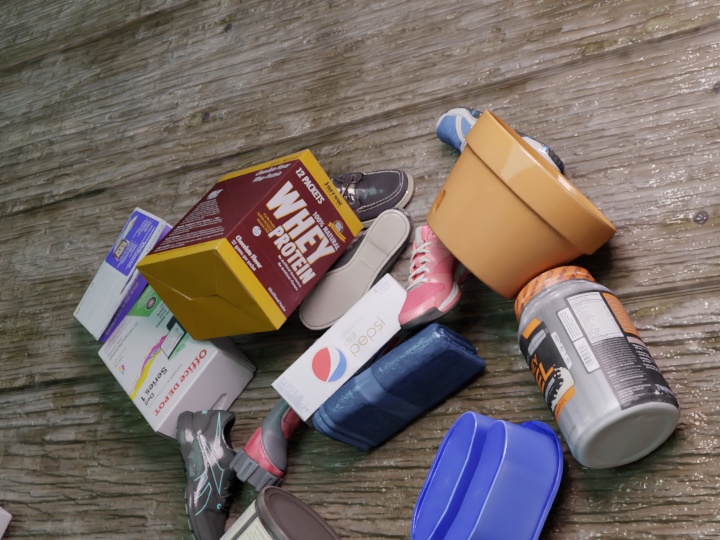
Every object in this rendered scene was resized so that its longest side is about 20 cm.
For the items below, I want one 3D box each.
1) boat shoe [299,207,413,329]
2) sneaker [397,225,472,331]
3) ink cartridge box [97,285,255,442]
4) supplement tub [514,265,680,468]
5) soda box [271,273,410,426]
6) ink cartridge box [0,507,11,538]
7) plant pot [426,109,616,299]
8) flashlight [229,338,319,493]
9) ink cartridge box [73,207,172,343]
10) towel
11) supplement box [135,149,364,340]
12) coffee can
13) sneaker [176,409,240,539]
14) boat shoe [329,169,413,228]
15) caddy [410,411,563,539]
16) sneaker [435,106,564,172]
[{"bbox_3d":[0.000,0.000,1.637,0.067,0.057,0.200,43,103,7],"label":"boat shoe"},{"bbox_3d":[0.083,-0.006,1.491,0.074,0.087,0.200,-28,18,44],"label":"sneaker"},{"bbox_3d":[-0.259,0.127,1.746,0.145,0.084,0.200,-52,47,5],"label":"ink cartridge box"},{"bbox_3d":[0.246,0.099,1.338,0.122,0.122,0.201,-37,49,17],"label":"supplement tub"},{"bbox_3d":[-0.013,0.099,1.539,0.200,0.068,0.064,-43,76,-5],"label":"soda box"},{"bbox_3d":[-0.632,0.422,1.877,0.144,0.084,0.201,20,81,42],"label":"ink cartridge box"},{"bbox_3d":[0.168,-0.063,1.407,0.140,0.200,0.200,-47,48,11],"label":"plant pot"},{"bbox_3d":[-0.083,0.190,1.594,0.200,0.068,0.068,-52,34,-1],"label":"flashlight"},{"bbox_3d":[-0.346,0.010,1.858,0.199,0.043,0.200,-60,23,-4],"label":"ink cartridge box"},{"bbox_3d":[0.043,0.137,1.484,0.200,0.112,0.049,-37,51,18],"label":"towel"},{"bbox_3d":[-0.144,-0.031,1.626,0.197,0.133,0.200,-10,33,50],"label":"supplement box"},{"bbox_3d":[-0.124,0.376,1.470,0.200,0.146,0.146,-48,47,8],"label":"coffee can"},{"bbox_3d":[-0.190,0.275,1.623,0.079,0.075,0.201,-9,74,-1],"label":"sneaker"},{"bbox_3d":[-0.023,-0.097,1.689,0.199,0.065,0.072,-11,60,33],"label":"boat shoe"},{"bbox_3d":[0.144,0.250,1.357,0.141,0.105,0.201,6,70,65],"label":"caddy"},{"bbox_3d":[0.158,-0.144,1.562,0.200,0.076,0.077,31,84,44],"label":"sneaker"}]
